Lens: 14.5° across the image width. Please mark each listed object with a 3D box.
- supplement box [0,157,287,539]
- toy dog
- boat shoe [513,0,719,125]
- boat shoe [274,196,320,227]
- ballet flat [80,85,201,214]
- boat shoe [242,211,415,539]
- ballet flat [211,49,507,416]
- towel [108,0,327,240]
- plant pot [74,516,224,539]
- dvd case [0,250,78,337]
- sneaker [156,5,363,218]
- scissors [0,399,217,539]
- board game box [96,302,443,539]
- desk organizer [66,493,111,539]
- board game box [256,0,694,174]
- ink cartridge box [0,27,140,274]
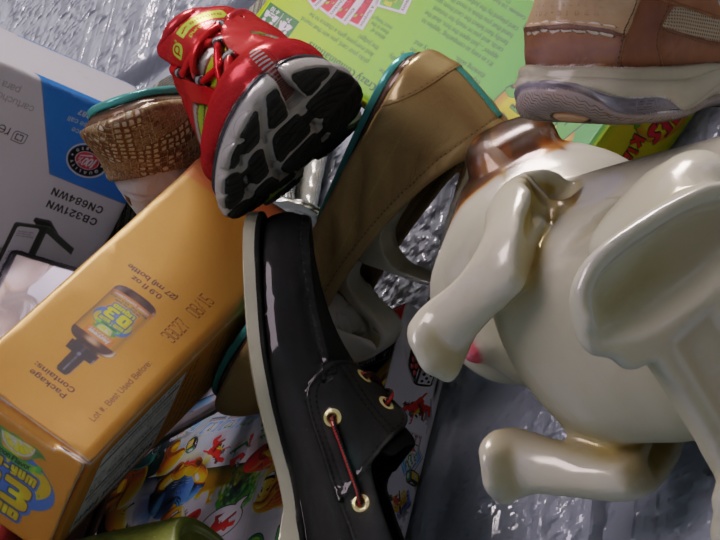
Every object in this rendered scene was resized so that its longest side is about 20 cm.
[{"bbox_3d":[-0.099,0.033,1.206,0.200,0.066,0.069,-45,-13,-51],"label":"supplement box"},{"bbox_3d":[0.101,-0.002,1.053,0.194,0.140,0.200,-51,26,-16],"label":"toy dog"},{"bbox_3d":[0.124,-0.098,1.084,0.076,0.200,0.072,2,98,28],"label":"boat shoe"},{"bbox_3d":[-0.099,0.026,1.329,0.200,0.073,0.062,-29,0,-1],"label":"boat shoe"},{"bbox_3d":[-0.084,-0.052,1.340,0.070,0.066,0.200,-10,2,10],"label":"ballet flat"},{"bbox_3d":[-0.009,0.070,1.137,0.063,0.074,0.202,-13,77,6],"label":"boat shoe"},{"bbox_3d":[0.000,0.000,1.198,0.069,0.063,0.200,-36,-21,-57],"label":"ballet flat"},{"bbox_3d":[-0.080,-0.049,1.497,0.192,0.034,0.200,-35,36,37],"label":"towel"},{"bbox_3d":[-0.131,0.192,1.174,0.200,0.187,0.187,-34,33,12],"label":"plant pot"},{"bbox_3d":[-0.165,0.093,1.415,0.142,0.018,0.200,16,73,34],"label":"dvd case"},{"bbox_3d":[-0.052,-0.074,1.184,0.077,0.085,0.200,-43,-1,-2],"label":"sneaker"},{"bbox_3d":[-0.126,0.091,1.234,0.073,0.014,0.200,-23,7,43],"label":"scissors"},{"bbox_3d":[-0.048,0.101,1.271,0.200,0.035,0.127,-25,39,43],"label":"board game box"},{"bbox_3d":[-0.185,0.143,1.297,0.072,0.077,0.200,42,121,38],"label":"desk organizer"},{"bbox_3d":[0.052,-0.098,1.243,0.200,0.048,0.102,36,92,39],"label":"board game box"},{"bbox_3d":[-0.217,-0.026,1.510,0.200,0.146,0.084,-63,24,13],"label":"ink cartridge box"}]
